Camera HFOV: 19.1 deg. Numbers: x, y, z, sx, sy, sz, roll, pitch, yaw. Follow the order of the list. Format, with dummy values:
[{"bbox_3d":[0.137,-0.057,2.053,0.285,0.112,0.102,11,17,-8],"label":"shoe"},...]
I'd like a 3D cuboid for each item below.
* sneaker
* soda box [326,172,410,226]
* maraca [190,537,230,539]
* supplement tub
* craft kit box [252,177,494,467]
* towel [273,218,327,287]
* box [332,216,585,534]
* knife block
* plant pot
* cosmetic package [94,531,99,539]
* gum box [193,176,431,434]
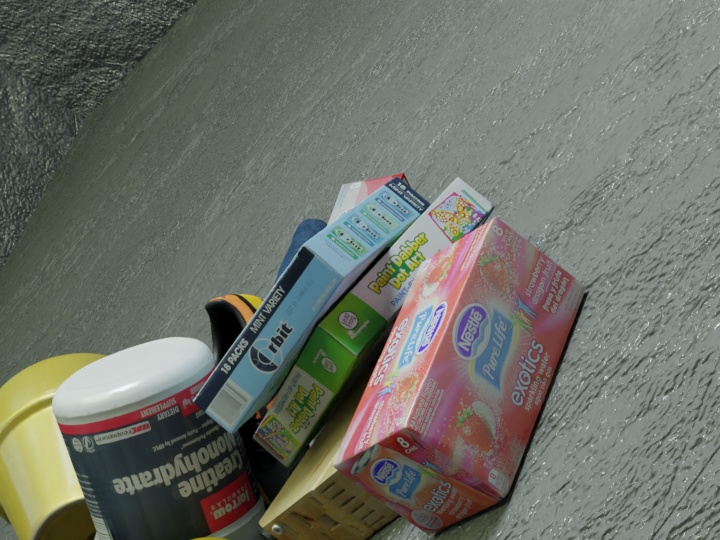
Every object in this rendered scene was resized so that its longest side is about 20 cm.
[{"bbox_3d":[-0.095,0.116,1.821,0.070,0.090,0.201,-22,68,34],"label":"sneaker"},{"bbox_3d":[0.000,0.000,1.945,0.070,0.064,0.200,-10,36,25],"label":"soda box"},{"bbox_3d":[-0.122,0.288,1.636,0.107,0.136,0.201,84,-170,-45],"label":"maraca"},{"bbox_3d":[-0.161,0.169,1.767,0.140,0.201,0.140,-18,12,4],"label":"supplement tub"},{"bbox_3d":[0.009,0.044,1.729,0.198,0.048,0.200,-50,-6,-35],"label":"craft kit box"},{"bbox_3d":[-0.057,0.046,1.982,0.048,0.112,0.200,-1,33,12],"label":"towel"},{"bbox_3d":[0.074,0.076,1.547,0.103,0.095,0.201,-32,26,51],"label":"box"},{"bbox_3d":[0.017,0.119,1.681,0.200,0.064,0.176,-41,19,40],"label":"knife block"},{"bbox_3d":[-0.275,0.217,2.139,0.201,0.200,0.189,-49,32,18],"label":"plant pot"},{"bbox_3d":[-0.155,0.214,1.944,0.200,0.087,0.104,-47,15,29],"label":"cosmetic package"},{"bbox_3d":[-0.035,0.025,1.699,0.170,0.044,0.200,-54,-6,27],"label":"gum box"}]
